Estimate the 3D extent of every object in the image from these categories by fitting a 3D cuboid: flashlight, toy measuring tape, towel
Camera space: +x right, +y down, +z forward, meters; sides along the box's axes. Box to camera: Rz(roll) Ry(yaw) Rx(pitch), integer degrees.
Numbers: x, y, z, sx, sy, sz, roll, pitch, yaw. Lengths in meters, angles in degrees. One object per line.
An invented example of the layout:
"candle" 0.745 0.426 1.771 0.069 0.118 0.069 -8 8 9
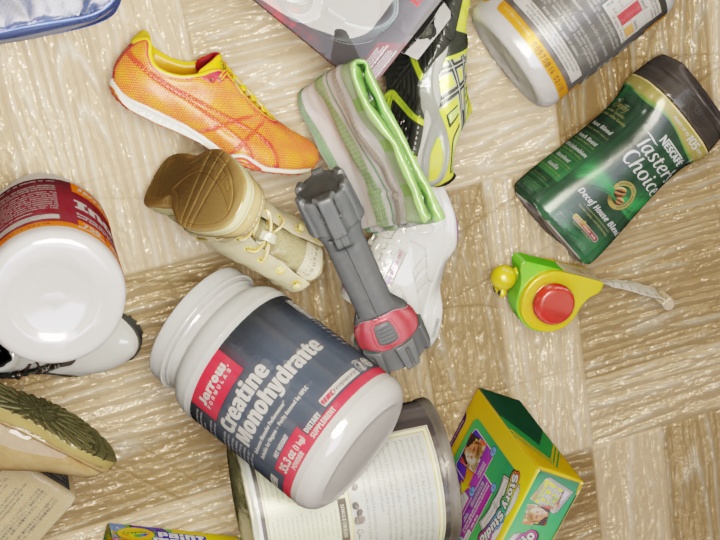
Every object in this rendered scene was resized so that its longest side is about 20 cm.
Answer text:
"flashlight" 0.000 0.000 1.198 0.068 0.068 0.200 -50 129 -35
"toy measuring tape" 0.216 0.033 1.358 0.200 0.074 0.074 13 107 -20
"towel" 0.001 -0.099 1.146 0.031 0.200 0.149 -30 97 -11

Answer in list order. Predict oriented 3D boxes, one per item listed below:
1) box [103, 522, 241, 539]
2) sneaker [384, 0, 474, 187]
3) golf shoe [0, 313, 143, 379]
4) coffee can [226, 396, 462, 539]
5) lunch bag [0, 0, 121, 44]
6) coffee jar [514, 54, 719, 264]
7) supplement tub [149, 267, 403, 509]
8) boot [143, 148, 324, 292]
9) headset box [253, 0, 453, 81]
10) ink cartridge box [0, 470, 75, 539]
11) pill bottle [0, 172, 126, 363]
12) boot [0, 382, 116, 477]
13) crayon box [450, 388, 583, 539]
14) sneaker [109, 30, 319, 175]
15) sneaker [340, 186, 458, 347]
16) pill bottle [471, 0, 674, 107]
"box" -0.171 0.374 1.354 0.200 0.122 0.193 11 108 -21
"sneaker" 0.064 -0.170 1.219 0.076 0.075 0.201 16 87 -43
"golf shoe" -0.290 0.070 1.210 0.199 0.095 0.078 4 109 -19
"coffee can" -0.018 0.214 1.319 0.199 0.146 0.147 -10 114 -12
"lunch bag" -0.273 -0.250 1.063 0.199 0.132 0.136 -12 99 -10
"coffee jar" 0.251 -0.108 1.300 0.200 0.085 0.104 -44 117 4
"supplement tub" -0.075 0.104 1.214 0.200 0.140 0.141 36 101 17
"boot" -0.089 -0.036 1.169 0.155 0.200 0.073 32 81 -26
"headset box" -0.013 -0.260 1.148 0.200 0.077 0.149 38 98 -14
"ink cartridge box" -0.390 0.225 1.254 0.165 0.075 0.200 39 97 -25
"pill bottle" -0.259 -0.012 1.124 0.113 0.200 0.113 -6 113 -14
"boot" -0.337 0.197 1.187 0.175 0.066 0.200 31 102 -20
"crayon box" 0.126 0.246 1.360 0.058 0.173 0.200 19 106 -22
"sneaker" -0.118 -0.142 1.183 0.200 0.073 0.077 25 106 -24
"sneaker" 0.035 -0.010 1.274 0.099 0.075 0.201 -7 114 -28
"pill bottle" 0.207 -0.248 1.212 0.200 0.116 0.116 -37 117 1
